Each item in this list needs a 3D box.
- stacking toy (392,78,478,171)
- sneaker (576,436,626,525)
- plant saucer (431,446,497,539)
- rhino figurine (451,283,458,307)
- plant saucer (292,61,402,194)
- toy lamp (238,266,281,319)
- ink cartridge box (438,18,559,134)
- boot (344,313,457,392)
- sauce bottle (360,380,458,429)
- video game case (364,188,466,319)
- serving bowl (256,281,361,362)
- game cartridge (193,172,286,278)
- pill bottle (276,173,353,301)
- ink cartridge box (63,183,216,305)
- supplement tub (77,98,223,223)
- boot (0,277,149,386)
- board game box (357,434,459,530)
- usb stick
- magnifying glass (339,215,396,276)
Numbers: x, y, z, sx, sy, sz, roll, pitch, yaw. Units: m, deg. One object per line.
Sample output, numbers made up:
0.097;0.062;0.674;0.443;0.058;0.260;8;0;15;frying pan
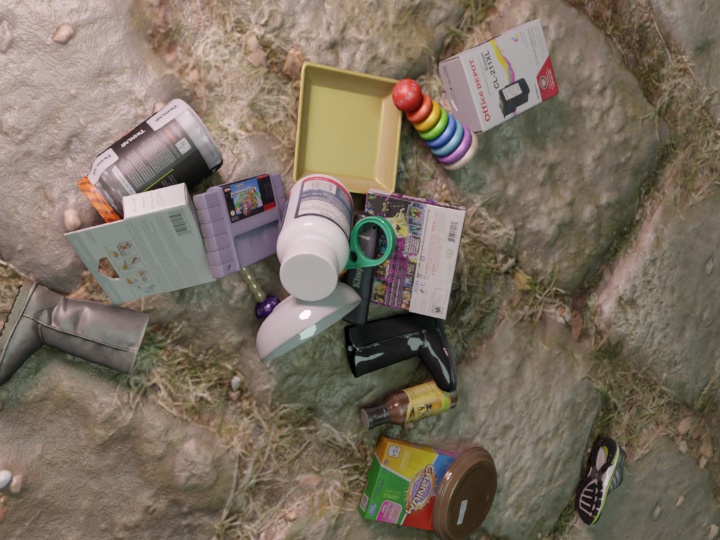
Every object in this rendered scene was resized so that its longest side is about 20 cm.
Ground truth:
0.129;-0.270;1.096;0.199;0.085;0.087;38;82;-37;stacking toy
0.569;0.496;1.414;0.079;0.073;0.205;23;89;-26;sneaker
0.221;0.465;1.249;0.196;0.029;0.207;-15;112;-39;plant saucer
0.118;0.003;1.162;0.087;0.060;0.200;-44;111;5;rhino figurine
-0.025;-0.243;1.078;0.194;0.048;0.208;4;95;-23;plant saucer
-0.205;-0.015;1.026;0.057;0.058;0.204;-33;107;-15;toy lamp
0.266;-0.366;1.166;0.196;0.082;0.149;-29;108;-18;ink cartridge box
0.075;0.167;1.148;0.194;0.066;0.170;-9;75;-25;boot
0.095;0.264;1.186;0.194;0.064;0.067;-13;102;-20;sauce bottle
0.085;-0.029;1.085;0.175;0.036;0.207;11;110;10;video game case
-0.096;0.075;1.022;0.197;0.200;0.067;-31;82;-16;serving bowl
-0.179;-0.080;0.980;0.199;0.037;0.134;-32;118;-57;game cartridge
-0.073;-0.052;0.973;0.115;0.203;0.122;2;129;2;pill bottle
-0.320;-0.033;0.915;0.168;0.202;0.045;-14;58;-8;ink cartridge box
-0.318;-0.154;0.924;0.199;0.122;0.124;-40;110;-14;supplement tub
-0.449;0.122;0.941;0.197;0.072;0.186;26;88;-30;boot
0.106;0.430;1.223;0.195;0.040;0.158;19;89;-24;board game box
0.000;0.000;1.079;0.032;0.054;0.207;-23;126;-56;usb stick
-0.017;-0.020;1.052;0.081;0.199;0.022;57;34;6;magnifying glass
